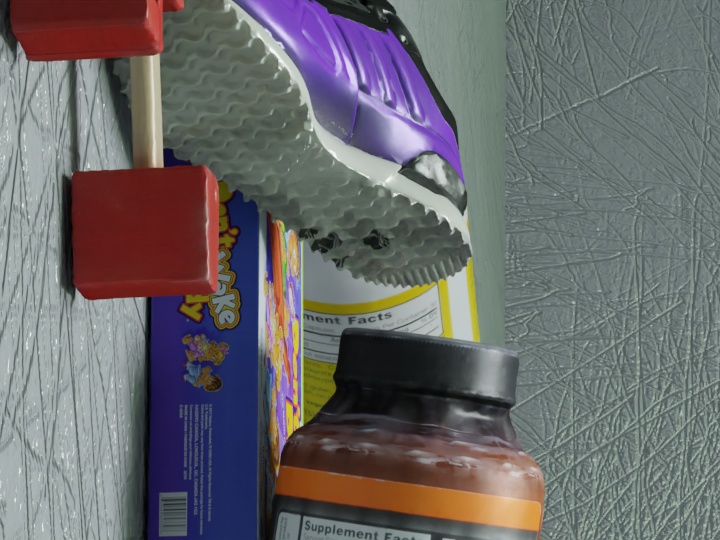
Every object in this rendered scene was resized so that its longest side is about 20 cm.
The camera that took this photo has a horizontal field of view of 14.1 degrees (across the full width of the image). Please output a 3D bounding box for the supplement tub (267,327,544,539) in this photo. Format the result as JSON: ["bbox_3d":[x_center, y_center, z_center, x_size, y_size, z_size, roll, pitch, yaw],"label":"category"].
[{"bbox_3d":[0.014,0.125,1.121,0.107,0.107,0.201,43,55,-82],"label":"supplement tub"}]

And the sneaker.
[{"bbox_3d":[-0.025,-0.081,1.136,0.200,0.069,0.100,43,42,-42],"label":"sneaker"}]

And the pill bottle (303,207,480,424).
[{"bbox_3d":[0.000,0.000,1.415,0.112,0.111,0.200,-86,172,-46],"label":"pill bottle"}]

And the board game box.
[{"bbox_3d":[-0.054,0.028,1.206,0.135,0.045,0.201,68,21,-73],"label":"board game box"}]

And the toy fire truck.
[{"bbox_3d":[-0.080,-0.102,0.973,0.141,0.049,0.201,70,18,-73],"label":"toy fire truck"}]
